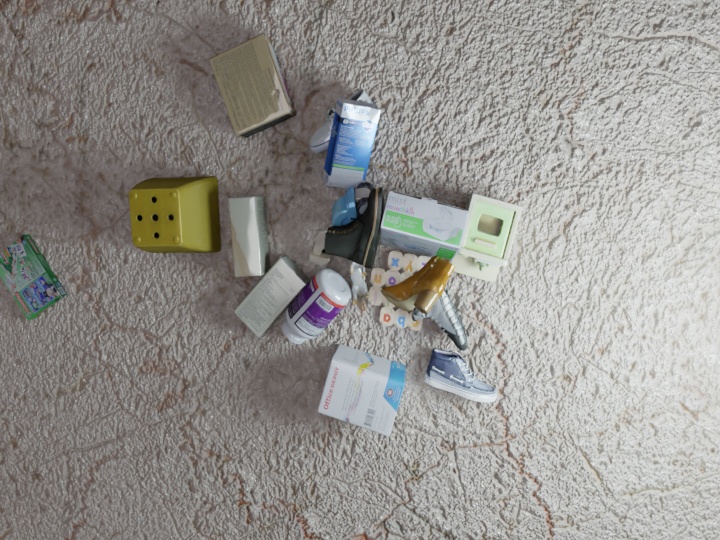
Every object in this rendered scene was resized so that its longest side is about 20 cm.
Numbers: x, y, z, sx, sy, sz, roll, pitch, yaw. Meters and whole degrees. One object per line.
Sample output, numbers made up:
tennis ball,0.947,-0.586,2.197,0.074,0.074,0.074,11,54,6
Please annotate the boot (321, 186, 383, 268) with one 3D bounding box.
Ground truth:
boot,-0.020,-0.107,1.252,0.134,0.078,0.205,13,118,5

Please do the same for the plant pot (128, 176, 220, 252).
plant pot,-0.490,-0.140,1.370,0.193,0.176,0.207,0,98,6

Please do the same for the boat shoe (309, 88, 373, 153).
boat shoe,-0.059,-0.383,1.335,0.198,0.074,0.067,-39,134,0

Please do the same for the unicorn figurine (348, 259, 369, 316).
unicorn figurine,0.000,0.000,1.369,0.071,0.138,0.205,12,113,-5

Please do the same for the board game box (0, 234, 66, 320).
board game box,-0.953,0.020,1.518,0.132,0.029,0.203,-31,93,10

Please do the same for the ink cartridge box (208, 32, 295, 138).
ink cartridge box,-0.274,-0.468,1.354,0.160,0.075,0.206,-19,94,7

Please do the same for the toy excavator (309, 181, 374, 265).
toy excavator,-0.049,-0.113,1.352,0.193,0.101,0.199,-7,129,5

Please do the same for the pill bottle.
pill bottle,-0.120,0.098,1.381,0.112,0.113,0.200,43,114,0

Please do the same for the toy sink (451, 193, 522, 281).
toy sink,0.309,-0.076,1.320,0.126,0.112,0.206,15,99,4

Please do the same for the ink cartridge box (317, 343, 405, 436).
ink cartridge box,0.006,0.308,1.387,0.194,0.146,0.151,18,100,4

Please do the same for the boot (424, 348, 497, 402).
boot,0.271,0.275,1.389,0.194,0.073,0.093,15,105,5

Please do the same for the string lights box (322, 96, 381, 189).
string lights box,-0.024,-0.310,1.308,0.100,0.059,0.205,3,117,-22

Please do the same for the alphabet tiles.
alphabet tiles,0.120,0.054,1.408,0.193,0.015,0.203,8,98,5

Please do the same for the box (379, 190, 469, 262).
box,0.151,-0.106,1.294,0.194,0.177,0.100,15,82,3

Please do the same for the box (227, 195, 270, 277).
box,-0.292,-0.092,1.397,0.075,0.095,0.207,-2,96,7

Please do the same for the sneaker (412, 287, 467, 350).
sneaker,0.195,0.126,1.371,0.113,0.075,0.205,-25,84,14

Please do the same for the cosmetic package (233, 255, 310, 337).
cosmetic package,-0.236,0.068,1.421,0.105,0.071,0.200,45,100,0

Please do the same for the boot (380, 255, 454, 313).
boot,0.147,0.028,1.338,0.071,0.199,0.146,42,73,-29
